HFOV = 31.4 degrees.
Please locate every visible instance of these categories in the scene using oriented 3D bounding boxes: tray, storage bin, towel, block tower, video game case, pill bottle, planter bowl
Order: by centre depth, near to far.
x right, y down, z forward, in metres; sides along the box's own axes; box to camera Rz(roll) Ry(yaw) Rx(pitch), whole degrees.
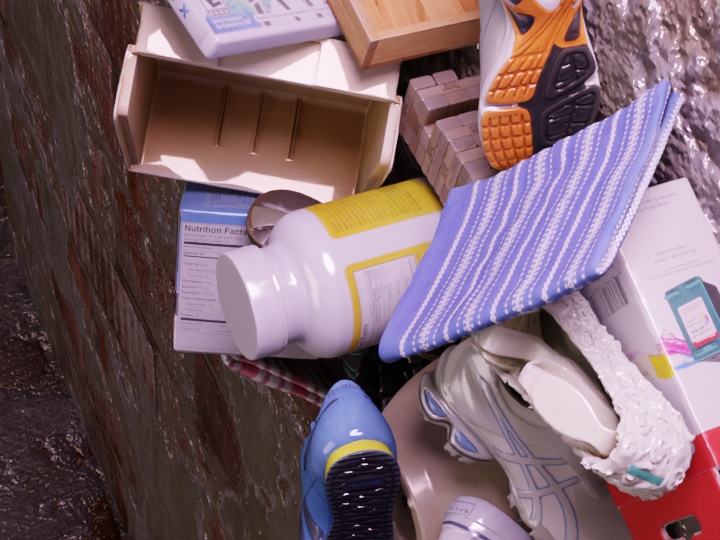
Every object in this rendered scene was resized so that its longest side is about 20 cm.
[{"bbox_3d":[0.090,-0.024,0.739,0.024,0.145,0.200,40,146,-16],"label":"towel"},{"bbox_3d":[0.095,-0.050,0.882,0.200,0.054,0.058,62,157,26],"label":"block tower"},{"bbox_3d":[-0.076,-0.236,0.894,0.182,0.200,0.022,56,134,13],"label":"video game case"},{"bbox_3d":[0.008,-0.238,0.898,0.200,0.099,0.037,65,157,22],"label":"tray"},{"bbox_3d":[0.000,0.000,0.951,0.112,0.200,0.112,49,147,47],"label":"pill bottle"},{"bbox_3d":[0.076,0.159,0.970,0.200,0.135,0.200,51,149,47],"label":"planter bowl"},{"bbox_3d":[-0.077,-0.122,0.983,0.199,0.200,0.094,136,144,-81],"label":"storage bin"},{"bbox_3d":[-0.062,0.095,1.209,0.030,0.200,0.146,-60,25,7],"label":"towel"}]

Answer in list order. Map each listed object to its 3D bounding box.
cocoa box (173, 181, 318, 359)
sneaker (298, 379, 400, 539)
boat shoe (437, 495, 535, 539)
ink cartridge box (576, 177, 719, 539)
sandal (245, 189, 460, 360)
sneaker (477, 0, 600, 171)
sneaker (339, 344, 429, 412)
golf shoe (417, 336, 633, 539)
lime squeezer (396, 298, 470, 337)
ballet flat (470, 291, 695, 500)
[{"bbox_3d":[-0.097,-0.020,1.162,0.200,0.133,0.131,-101,15,-70],"label":"cocoa box"},{"bbox_3d":[-0.013,0.161,0.931,0.200,0.066,0.078,99,160,-43],"label":"sneaker"},{"bbox_3d":[0.119,0.232,0.870,0.200,0.067,0.074,39,158,-19],"label":"boat shoe"},{"bbox_3d":[0.177,0.063,0.741,0.200,0.067,0.116,69,158,14],"label":"ink cartridge box"},{"bbox_3d":[-0.006,0.006,1.041,0.200,0.082,0.055,27,152,-2],"label":"sandal"},{"bbox_3d":[0.103,-0.156,0.787,0.092,0.076,0.200,-101,8,-51],"label":"sneaker"},{"bbox_3d":[0.017,0.074,1.162,0.079,0.075,0.200,123,137,-75],"label":"sneaker"},{"bbox_3d":[0.133,0.116,0.822,0.200,0.078,0.097,41,133,-4],"label":"golf shoe"},{"bbox_3d":[0.126,0.057,0.878,0.200,0.038,0.071,22,167,28],"label":"lime squeezer"},{"bbox_3d":[0.107,0.049,0.717,0.200,0.072,0.072,47,147,45],"label":"ballet flat"}]
